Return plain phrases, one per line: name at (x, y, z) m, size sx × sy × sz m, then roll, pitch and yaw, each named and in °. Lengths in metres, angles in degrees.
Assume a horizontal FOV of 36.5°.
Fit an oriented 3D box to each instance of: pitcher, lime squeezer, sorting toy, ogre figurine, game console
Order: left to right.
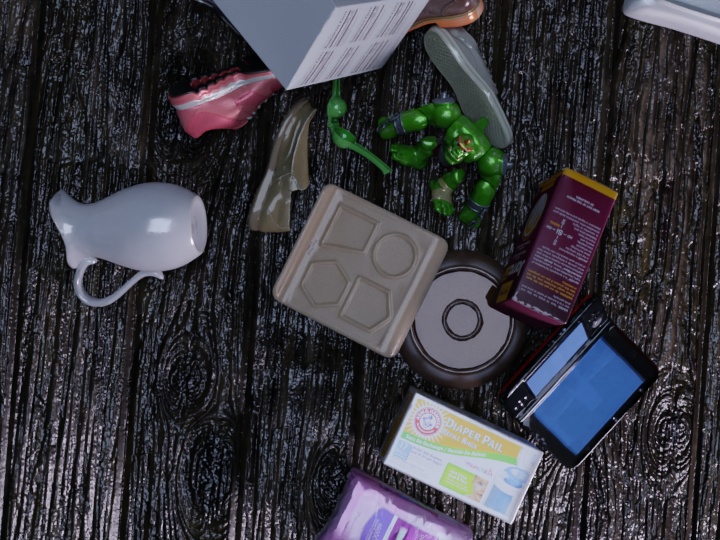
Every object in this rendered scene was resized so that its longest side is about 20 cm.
pitcher at (-0.316, -0.035, 1.523) m, size 0.198 × 0.121 × 0.173 m, roll -3°, pitch 110°, yaw 9°
lime squeezer at (-0.021, -0.220, 1.550) m, size 0.038 × 0.070 × 0.201 m, roll -15°, pitch 83°, yaw -38°
sorting toy at (0.000, 0.000, 1.554) m, size 0.199 × 0.036 × 0.186 m, roll 26°, pitch 89°, yaw 6°
ogre figurine at (0.125, -0.165, 1.532) m, size 0.120 × 0.098 × 0.201 m, roll -42°, pitch 76°, yaw 32°
game console at (0.310, 0.158, 1.532) m, size 0.200 × 0.172 × 0.119 m, roll -47°, pitch 64°, yaw -2°

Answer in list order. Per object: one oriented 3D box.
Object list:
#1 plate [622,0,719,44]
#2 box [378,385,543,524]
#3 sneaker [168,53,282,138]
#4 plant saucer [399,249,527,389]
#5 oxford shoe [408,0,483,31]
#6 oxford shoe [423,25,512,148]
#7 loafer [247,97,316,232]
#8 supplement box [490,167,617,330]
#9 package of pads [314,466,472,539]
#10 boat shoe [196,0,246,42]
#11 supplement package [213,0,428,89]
plate at (0.501, -0.441, 1.584) m, size 0.198 × 0.032 × 0.202 m, roll 17°, pitch 88°, yaw -1°
box at (0.137, 0.254, 1.530) m, size 0.199 × 0.101 × 0.113 m, roll 25°, pitch 89°, yaw -1°
sneaker at (-0.170, -0.248, 1.553) m, size 0.199 × 0.074 × 0.087 m, roll -19°, pitch 123°, yaw -10°
plant saucer at (0.144, 0.070, 1.568) m, size 0.198 × 0.032 × 0.202 m, roll 0°, pitch 89°, yaw -3°
oxford shoe at (0.068, -0.378, 1.525) m, size 0.198 × 0.073 × 0.072 m, roll -6°, pitch 58°, yaw 20°
oxford shoe at (0.165, -0.268, 1.556) m, size 0.058 × 0.075 × 0.201 m, roll -33°, pitch 91°, yaw -30°
loafer at (-0.099, -0.144, 1.545) m, size 0.067 × 0.076 × 0.201 m, roll 20°, pitch 99°, yaw -2°
supplement box at (0.267, -0.027, 1.517) m, size 0.085 × 0.110 × 0.201 m, roll 25°, pitch 80°, yaw -5°
package of pads at (0.046, 0.376, 1.539) m, size 0.199 × 0.076 × 0.121 m, roll 28°, pitch 91°, yaw -1°
boat shoe at (-0.169, -0.354, 1.522) m, size 0.200 × 0.063 × 0.073 m, roll 42°, pitch 126°, yaw 14°
supplement package at (-0.056, -0.368, 1.443) m, size 0.192 × 0.199 × 0.147 m, roll 52°, pitch 132°, yaw 15°
